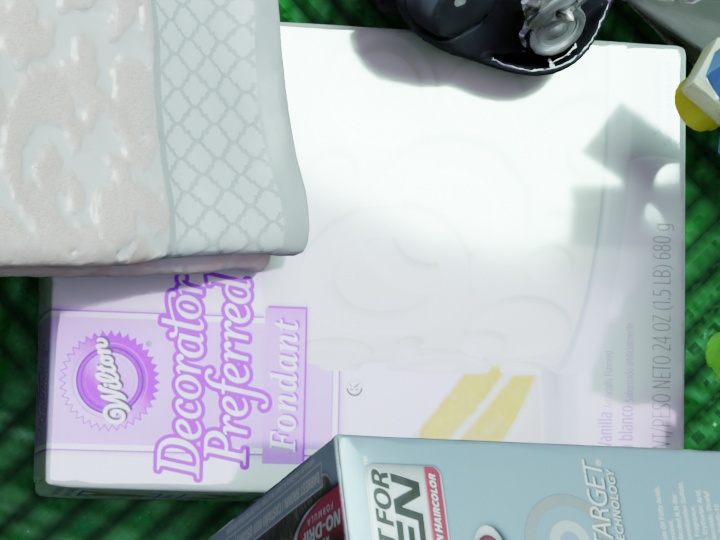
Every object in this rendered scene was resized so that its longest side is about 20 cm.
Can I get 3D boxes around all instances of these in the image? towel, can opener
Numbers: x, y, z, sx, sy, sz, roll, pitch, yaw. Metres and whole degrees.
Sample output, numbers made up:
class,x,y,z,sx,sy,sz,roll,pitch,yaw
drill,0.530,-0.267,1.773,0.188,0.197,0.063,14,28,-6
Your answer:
class,x,y,z,sx,sy,sz,roll,pitch,yaw
towel,-0.091,-0.097,0.689,0.191,0.032,0.201,1,81,-51
can opener,0.095,-0.124,0.765,0.199,0.063,0.079,-27,63,-2

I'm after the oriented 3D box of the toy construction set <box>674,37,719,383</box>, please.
class,x,y,z,sx,sy,sz,roll,pitch,yaw
toy construction set,0.185,0.008,0.742,0.199,0.092,0.132,10,63,-12

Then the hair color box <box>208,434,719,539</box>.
class,x,y,z,sx,sy,sz,roll,pitch,yaw
hair color box,0.066,0.094,0.749,0.199,0.099,0.061,4,66,-25

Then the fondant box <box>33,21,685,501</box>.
class,x,y,z,sx,sy,sz,roll,pitch,yaw
fondant box,0.000,0.000,0.796,0.199,0.058,0.145,2,83,-10

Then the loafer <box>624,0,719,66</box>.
class,x,y,z,sx,sy,sz,roll,pitch,yaw
loafer,0.122,-0.092,0.828,0.075,0.070,0.200,-40,77,-3
